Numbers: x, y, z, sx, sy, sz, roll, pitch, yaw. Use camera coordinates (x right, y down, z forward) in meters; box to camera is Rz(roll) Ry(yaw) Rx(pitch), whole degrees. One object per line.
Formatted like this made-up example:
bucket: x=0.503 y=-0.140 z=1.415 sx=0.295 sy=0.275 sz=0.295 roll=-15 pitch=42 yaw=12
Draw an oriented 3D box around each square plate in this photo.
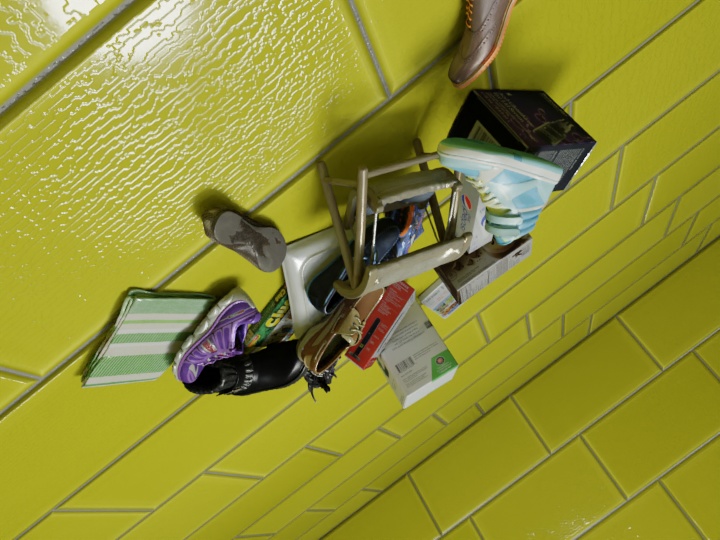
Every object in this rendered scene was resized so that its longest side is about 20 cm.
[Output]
square plate: x=-0.039 y=0.014 z=1.001 sx=0.193 sy=0.028 sz=0.206 roll=-24 pitch=131 yaw=-23

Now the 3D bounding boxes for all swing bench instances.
swing bench: x=0.057 y=-0.075 z=0.838 sx=0.194 sy=0.128 sz=0.208 roll=-19 pitch=111 yaw=-29

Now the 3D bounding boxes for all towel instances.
towel: x=-0.336 y=0.108 z=0.885 sx=0.150 sy=0.024 sz=0.202 roll=6 pitch=129 yaw=-52

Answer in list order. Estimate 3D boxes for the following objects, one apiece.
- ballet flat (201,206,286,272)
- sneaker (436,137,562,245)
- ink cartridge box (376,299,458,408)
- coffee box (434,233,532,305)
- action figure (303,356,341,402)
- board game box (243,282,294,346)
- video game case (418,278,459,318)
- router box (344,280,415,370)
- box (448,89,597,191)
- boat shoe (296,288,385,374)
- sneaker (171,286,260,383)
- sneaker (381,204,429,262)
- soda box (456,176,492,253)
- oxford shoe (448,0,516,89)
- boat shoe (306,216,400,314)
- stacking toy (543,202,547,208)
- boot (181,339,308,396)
ballet flat: x=-0.168 y=-0.047 z=0.822 sx=0.070 sy=0.045 sz=0.199 roll=-68 pitch=155 yaw=-4
sneaker: x=0.184 y=-0.106 z=0.795 sx=0.193 sy=0.080 sz=0.135 roll=9 pitch=112 yaw=-17
ink cartridge box: x=0.109 y=0.181 z=1.288 sx=0.142 sy=0.203 sz=0.085 roll=-25 pitch=154 yaw=-14
coffee box: x=0.260 y=-0.037 z=1.221 sx=0.197 sy=0.115 sz=0.080 roll=-34 pitch=152 yaw=-1
action figure: x=-0.078 y=0.160 z=1.136 sx=0.100 sy=0.119 sz=0.205 roll=25 pitch=99 yaw=-23
board game box: x=-0.131 y=0.071 z=1.052 sx=0.103 sy=0.024 sz=0.201 roll=10 pitch=127 yaw=-50
video game case: x=0.233 y=0.052 z=1.420 sx=0.142 sy=0.018 sz=0.199 roll=-42 pitch=150 yaw=9
router box: x=0.045 y=0.110 z=1.149 sx=0.182 sy=0.048 sz=0.200 roll=-57 pitch=171 yaw=-3
box: x=0.267 y=-0.213 z=0.936 sx=0.195 sy=0.150 sz=0.106 roll=-13 pitch=145 yaw=-36
boat shoe: x=-0.026 y=0.103 z=0.999 sx=0.200 sy=0.074 sz=0.076 roll=-47 pitch=136 yaw=0
sneaker: x=-0.237 y=0.122 z=0.923 sx=0.201 sy=0.083 sz=0.081 roll=-48 pitch=178 yaw=21
sneaker: x=0.080 y=-0.065 z=1.030 sx=0.077 sy=0.076 sz=0.203 roll=-20 pitch=149 yaw=-30
soda box: x=0.229 y=-0.125 z=1.105 sx=0.062 sy=0.069 sz=0.202 roll=-27 pitch=149 yaw=-13
oxford shoe: x=0.157 y=-0.340 z=0.733 sx=0.071 sy=0.072 sz=0.204 roll=9 pitch=127 yaw=-26
boat shoe: x=0.000 y=0.000 z=0.951 sx=0.200 sy=0.069 sz=0.084 roll=-47 pitch=136 yaw=-1
stacking toy: x=0.323 y=-0.152 z=1.112 sx=0.085 sy=0.086 sz=0.200 roll=-42 pitch=176 yaw=13
boot: x=-0.205 y=0.178 z=1.027 sx=0.206 sy=0.082 sz=0.157 roll=-26 pitch=155 yaw=16
